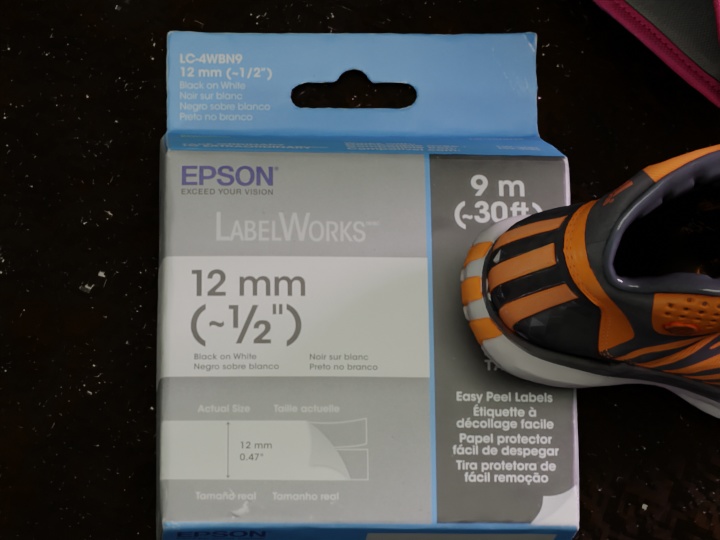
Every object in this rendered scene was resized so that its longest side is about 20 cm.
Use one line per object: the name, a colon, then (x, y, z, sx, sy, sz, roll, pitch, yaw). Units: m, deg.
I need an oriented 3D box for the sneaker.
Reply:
sneaker: (0.142, 0.005, 0.853, 0.200, 0.112, 0.078, -1, 77, -36)

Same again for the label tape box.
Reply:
label tape box: (0.000, 0.000, 0.901, 0.143, 0.066, 0.200, 1, 75, -4)

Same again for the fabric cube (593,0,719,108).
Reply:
fabric cube: (0.137, -0.214, 0.869, 0.199, 0.196, 0.200, -31, 47, -11)
